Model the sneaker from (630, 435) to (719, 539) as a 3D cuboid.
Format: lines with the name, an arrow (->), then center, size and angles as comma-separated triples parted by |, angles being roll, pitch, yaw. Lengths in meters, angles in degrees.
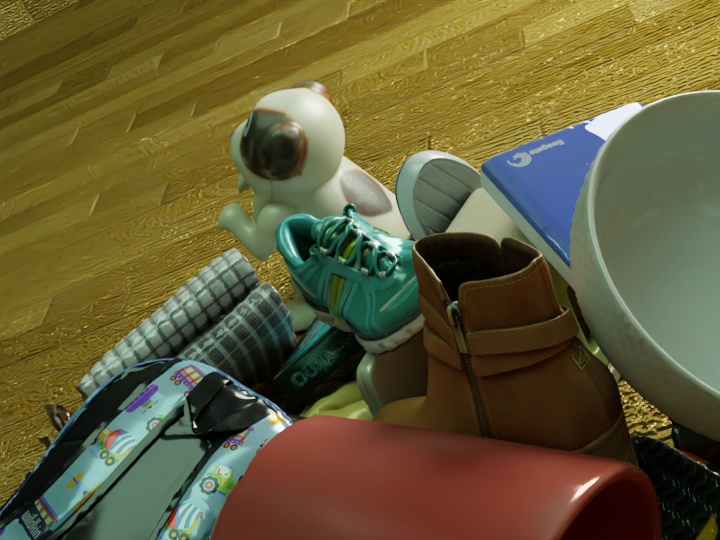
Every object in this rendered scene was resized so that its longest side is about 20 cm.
sneaker -> 0.213, 0.148, 0.598 | 0.200, 0.089, 0.071 | 36, 106, 57

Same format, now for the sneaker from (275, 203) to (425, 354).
sneaker -> 0.000, 0.000, 0.766 | 0.078, 0.080, 0.199 | -45, 23, -20

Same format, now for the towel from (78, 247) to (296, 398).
towel -> -0.130, 0.080, 0.950 | 0.165, 0.086, 0.200 | -43, -9, -10

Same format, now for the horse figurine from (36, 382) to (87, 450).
horse figurine -> -0.231, 0.176, 0.950 | 0.049, 0.134, 0.200 | -10, 19, -7

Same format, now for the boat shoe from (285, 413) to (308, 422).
boat shoe -> -0.105, 0.128, 0.803 | 0.197, 0.076, 0.073 | -10, 8, 19

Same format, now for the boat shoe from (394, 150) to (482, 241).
boat shoe -> 0.070, -0.036, 0.920 | 0.066, 0.200, 0.074 | 23, 80, 39

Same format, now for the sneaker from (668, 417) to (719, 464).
sneaker -> 0.256, 0.084, 0.677 | 0.198, 0.077, 0.114 | 4, 45, 51

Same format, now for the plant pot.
plant pot -> 0.030, 0.166, 0.582 | 0.176, 0.202, 0.201 | 16, 50, 34

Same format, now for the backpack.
backpack -> -0.117, 0.164, 0.694 | 0.181, 0.135, 0.201 | 27, 69, 25

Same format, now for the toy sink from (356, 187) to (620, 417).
toy sink -> 0.107, 0.050, 0.808 | 0.111, 0.131, 0.201 | -3, 37, 39

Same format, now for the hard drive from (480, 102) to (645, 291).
hard drive -> 0.182, -0.028, 0.748 | 0.131, 0.026, 0.201 | -21, 45, -14

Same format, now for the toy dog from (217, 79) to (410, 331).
toy dog -> -0.042, -0.065, 1.053 | 0.192, 0.201, 0.140 | -5, 37, 38

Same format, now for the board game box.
board game box -> 0.005, 0.027, 0.938 | 0.135, 0.028, 0.200 | -41, 4, 11

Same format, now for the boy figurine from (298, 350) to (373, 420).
boy figurine -> -0.014, 0.119, 0.865 | 0.201, 0.064, 0.124 | -53, 10, -33

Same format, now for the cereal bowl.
cereal bowl -> 0.200, 0.008, 0.625 | 0.197, 0.084, 0.202 | 6, 57, -8

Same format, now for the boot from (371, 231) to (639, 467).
boot -> 0.053, 0.055, 0.653 | 0.077, 0.156, 0.199 | -40, 26, -27
